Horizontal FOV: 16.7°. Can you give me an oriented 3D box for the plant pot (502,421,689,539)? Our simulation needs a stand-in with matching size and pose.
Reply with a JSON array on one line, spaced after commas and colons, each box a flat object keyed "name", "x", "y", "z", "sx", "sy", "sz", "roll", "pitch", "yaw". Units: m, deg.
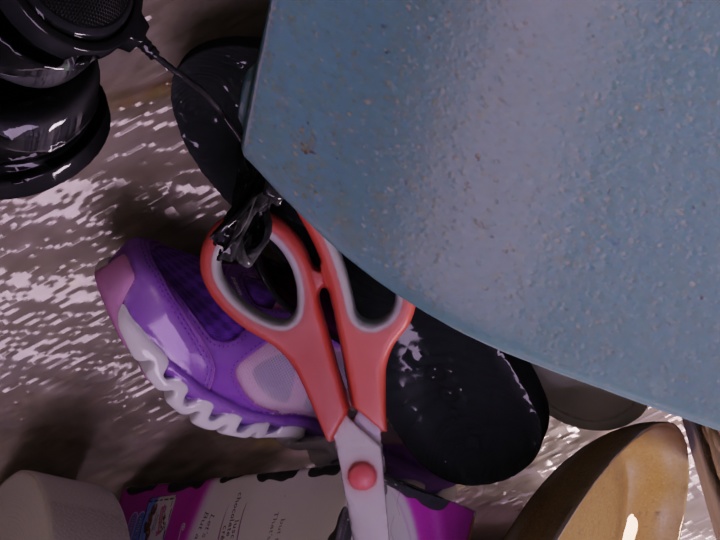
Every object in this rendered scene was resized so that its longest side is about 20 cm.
[{"name": "plant pot", "x": 0.073, "y": 0.148, "z": 0.948, "sx": 0.027, "sy": 0.200, "sz": 0.201, "roll": 21, "pitch": 137, "yaw": 22}]

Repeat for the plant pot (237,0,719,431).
[{"name": "plant pot", "x": 0.069, "y": -0.092, "z": 0.799, "sx": 0.199, "sy": 0.197, "sz": 0.197, "roll": 12, "pitch": 131, "yaw": -1}]

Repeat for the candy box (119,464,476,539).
[{"name": "candy box", "x": -0.045, "y": 0.154, "z": 0.976, "sx": 0.061, "sy": 0.137, "sz": 0.200, "roll": 23, "pitch": 162, "yaw": -27}]

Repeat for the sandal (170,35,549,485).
[{"name": "sandal", "x": 0.001, "y": 0.000, "z": 0.893, "sx": 0.075, "sy": 0.048, "sz": 0.201, "roll": -29, "pitch": 106, "yaw": 31}]

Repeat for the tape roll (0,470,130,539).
[{"name": "tape roll", "x": -0.143, "y": 0.183, "z": 1.005, "sx": 0.037, "sy": 0.203, "sz": 0.203, "roll": 14, "pitch": 129, "yaw": -21}]

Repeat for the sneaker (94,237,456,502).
[{"name": "sneaker", "x": -0.014, "y": 0.027, "z": 0.970, "sx": 0.200, "sy": 0.081, "sz": 0.088, "roll": 29, "pitch": 116, "yaw": -36}]

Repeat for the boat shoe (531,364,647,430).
[{"name": "boat shoe", "x": 0.041, "y": -0.022, "z": 0.939, "sx": 0.200, "sy": 0.062, "sz": 0.073, "roll": 42, "pitch": 134, "yaw": -16}]

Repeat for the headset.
[{"name": "headset", "x": -0.116, "y": -0.067, "z": 0.832, "sx": 0.199, "sy": 0.094, "sz": 0.124, "roll": 21, "pitch": 138, "yaw": -3}]

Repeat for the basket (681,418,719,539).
[{"name": "basket", "x": 0.192, "y": 0.038, "z": 0.928, "sx": 0.135, "sy": 0.200, "sz": 0.124, "roll": -12, "pitch": 127, "yaw": 2}]

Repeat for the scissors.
[{"name": "scissors", "x": 0.005, "y": 0.059, "z": 0.867, "sx": 0.073, "sy": 0.014, "sz": 0.201, "roll": -21, "pitch": 97, "yaw": 6}]
